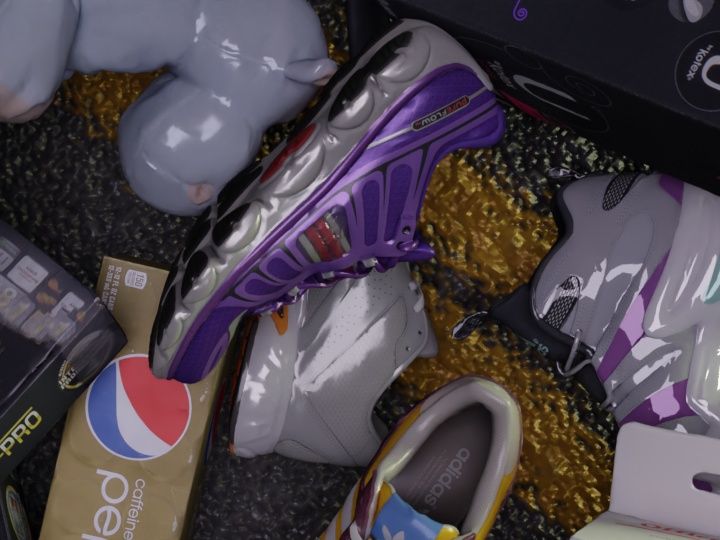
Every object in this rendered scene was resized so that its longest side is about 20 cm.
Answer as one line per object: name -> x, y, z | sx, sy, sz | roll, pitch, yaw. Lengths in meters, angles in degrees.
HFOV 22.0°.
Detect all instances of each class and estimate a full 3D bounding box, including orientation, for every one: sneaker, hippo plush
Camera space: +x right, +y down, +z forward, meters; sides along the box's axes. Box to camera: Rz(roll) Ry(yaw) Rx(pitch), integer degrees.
sneaker -> 0.112, 0.047, 0.888 | 0.139, 0.078, 0.201 | 4, 82, 2
hippo plush -> -0.100, -0.118, 0.870 | 0.161, 0.159, 0.200 | 32, 91, -25
sneaker -> 0.007, 0.134, 0.826 | 0.075, 0.090, 0.200 | 27, 78, 7
sneaker -> 0.000, 0.000, 0.892 | 0.092, 0.076, 0.201 | 14, 99, -7
sneaker -> -0.016, -0.016, 0.812 | 0.083, 0.081, 0.200 | 42, 104, -15

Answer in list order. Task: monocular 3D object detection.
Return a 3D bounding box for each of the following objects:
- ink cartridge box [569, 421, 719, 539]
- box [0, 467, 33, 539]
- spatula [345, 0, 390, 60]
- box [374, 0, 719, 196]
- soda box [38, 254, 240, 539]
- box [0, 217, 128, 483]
ink cartridge box -> 0.140, 0.173, 0.776 | 0.116, 0.067, 0.201 | 9, 96, 20
box -> -0.240, 0.109, 0.864 | 0.160, 0.044, 0.201 | -19, 65, 2
spatula -> 0.001, -0.177, 0.873 | 0.056, 0.021, 0.201 | -1, 77, -8
box -> 0.120, -0.115, 0.815 | 0.200, 0.122, 0.106 | 26, 86, 30
soda box -> -0.109, 0.096, 0.893 | 0.067, 0.064, 0.201 | 13, 92, 1
box -> -0.230, 0.028, 0.847 | 0.200, 0.049, 0.161 | 37, 74, 24
